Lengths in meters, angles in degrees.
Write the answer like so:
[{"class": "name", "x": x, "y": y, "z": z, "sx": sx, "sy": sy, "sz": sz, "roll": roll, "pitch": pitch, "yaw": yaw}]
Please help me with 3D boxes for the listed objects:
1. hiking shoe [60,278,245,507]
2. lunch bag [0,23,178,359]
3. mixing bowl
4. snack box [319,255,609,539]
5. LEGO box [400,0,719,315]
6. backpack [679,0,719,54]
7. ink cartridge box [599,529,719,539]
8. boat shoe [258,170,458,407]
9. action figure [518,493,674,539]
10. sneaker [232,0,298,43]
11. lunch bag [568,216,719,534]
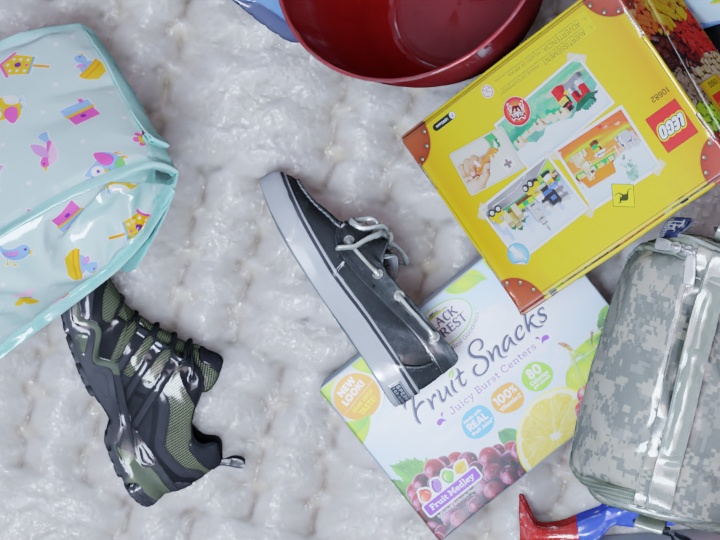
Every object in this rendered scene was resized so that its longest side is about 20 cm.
[{"class": "hiking shoe", "x": -0.152, "y": 0.063, "z": 1.687, "sx": 0.100, "sy": 0.076, "sz": 0.201, "roll": -20, "pitch": 103, "yaw": -5}, {"class": "lunch bag", "x": -0.230, "y": -0.061, "z": 1.615, "sx": 0.200, "sy": 0.122, "sz": 0.171, "roll": -36, "pitch": 49, "yaw": 5}, {"class": "mixing bowl", "x": 0.053, "y": -0.204, "z": 1.615, "sx": 0.199, "sy": 0.108, "sz": 0.201, "roll": -8, "pitch": 69, "yaw": 22}, {"class": "snack box", "x": 0.091, "y": 0.075, "z": 1.681, "sx": 0.200, "sy": 0.053, "sz": 0.142, "roll": -39, "pitch": 91, "yaw": 4}, {"class": "LEGO box", "x": 0.150, "y": -0.088, "z": 1.564, "sx": 0.200, "sy": 0.077, "sz": 0.149, "roll": -35, "pitch": 88, "yaw": 34}, {"class": "backpack", "x": 0.213, "y": -0.234, "z": 1.594, "sx": 0.163, "sy": 0.153, "sz": 0.201, "roll": -16, "pitch": 90, "yaw": 45}, {"class": "ink cartridge box", "x": 0.245, "y": 0.262, "z": 1.676, "sx": 0.199, "sy": 0.083, "sz": 0.147, "roll": -4, "pitch": 95, "yaw": 2}, {"class": "boat shoe", "x": -0.001, "y": -0.001, "z": 1.646, "sx": 0.068, "sy": 0.074, "sz": 0.200, "roll": -34, "pitch": 60, "yaw": -1}, {"class": "action figure", "x": 0.212, "y": 0.145, "z": 1.678, "sx": 0.199, "sy": 0.065, "sz": 0.100, "roll": -2, "pitch": 93, "yaw": 4}, {"class": "sneaker", "x": -0.090, "y": -0.250, "z": 1.652, "sx": 0.082, "sy": 0.074, "sz": 0.200, "roll": -38, "pitch": 94, "yaw": 2}, {"class": "lunch bag", "x": 0.222, "y": 0.074, "z": 1.561, "sx": 0.139, "sy": 0.168, "sz": 0.201, "roll": 15, "pitch": 89, "yaw": 10}]
